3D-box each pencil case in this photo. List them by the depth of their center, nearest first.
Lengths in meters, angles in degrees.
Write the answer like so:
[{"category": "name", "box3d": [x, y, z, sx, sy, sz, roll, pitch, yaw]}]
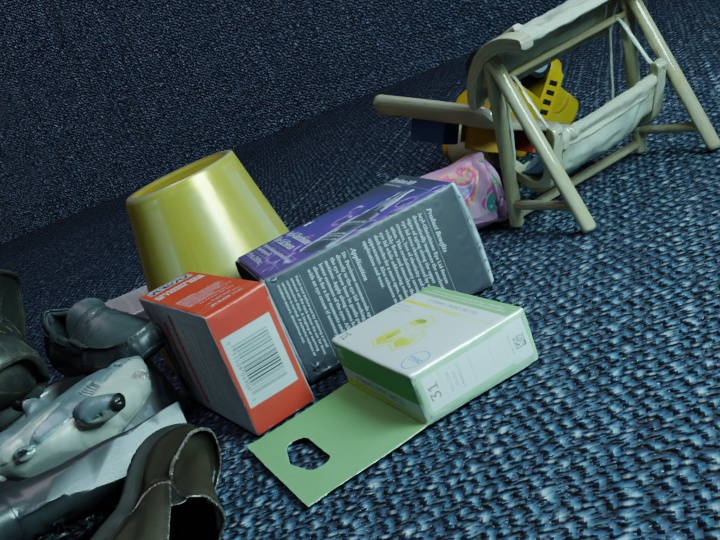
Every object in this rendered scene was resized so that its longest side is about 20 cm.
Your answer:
[{"category": "pencil case", "box3d": [0.063, -0.059, 1.032, 0.198, 0.088, 0.088, -22, 15, 13]}]

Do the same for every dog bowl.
[{"category": "dog bowl", "box3d": [-0.267, 0.147, 0.886, 0.198, 0.059, 0.200, -23, 15, 6]}]

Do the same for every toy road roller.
[{"category": "toy road roller", "box3d": [0.217, -0.212, 1.290, 0.122, 0.145, 0.202, 0, 65, 55]}]

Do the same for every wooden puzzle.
[{"category": "wooden puzzle", "box3d": [0.140, -0.163, 1.085, 0.198, 0.047, 0.184, 0, 12, -44]}]

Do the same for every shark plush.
[{"category": "shark plush", "box3d": [-0.265, 0.138, 0.775, 0.198, 0.091, 0.084, -27, 50, -7]}]

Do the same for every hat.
[{"category": "hat", "box3d": [-0.343, 0.095, 0.877, 0.080, 0.203, 0.201, 20, 27, 7]}]

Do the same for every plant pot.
[{"category": "plant pot", "box3d": [-0.159, -0.018, 1.024, 0.198, 0.191, 0.201, -22, 16, 7]}]

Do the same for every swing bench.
[{"category": "swing bench", "box3d": [0.224, -0.173, 0.931, 0.197, 0.202, 0.129, -29, 16, -21]}]

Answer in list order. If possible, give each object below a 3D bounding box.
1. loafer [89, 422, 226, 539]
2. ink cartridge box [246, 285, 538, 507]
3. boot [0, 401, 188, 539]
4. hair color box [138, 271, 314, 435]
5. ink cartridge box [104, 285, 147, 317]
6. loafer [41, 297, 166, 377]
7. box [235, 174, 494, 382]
[{"category": "loafer", "box3d": [-0.116, 0.164, 0.600, 0.070, 0.074, 0.200, -9, 21, 9]}, {"category": "ink cartridge box", "box3d": [0.013, 0.083, 0.698, 0.198, 0.049, 0.145, -27, 16, -19]}, {"category": "boot", "box3d": [-0.233, 0.176, 0.716, 0.199, 0.066, 0.164, -29, 1, -33]}, {"category": "hair color box", "box3d": [-0.125, 0.066, 0.837, 0.063, 0.112, 0.199, -30, 17, -25]}, {"category": "ink cartridge box", "box3d": [-0.264, 0.047, 1.257, 0.198, 0.048, 0.160, -23, 14, -16]}, {"category": "loafer", "box3d": [-0.256, 0.063, 0.903, 0.199, 0.071, 0.068, -6, 23, 49]}, {"category": "box", "box3d": [0.000, 0.000, 0.881, 0.198, 0.105, 0.148, -28, 15, -13]}]
